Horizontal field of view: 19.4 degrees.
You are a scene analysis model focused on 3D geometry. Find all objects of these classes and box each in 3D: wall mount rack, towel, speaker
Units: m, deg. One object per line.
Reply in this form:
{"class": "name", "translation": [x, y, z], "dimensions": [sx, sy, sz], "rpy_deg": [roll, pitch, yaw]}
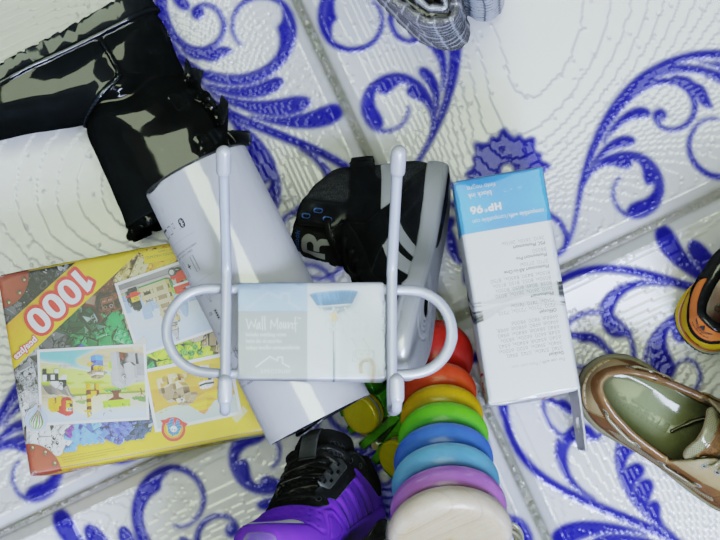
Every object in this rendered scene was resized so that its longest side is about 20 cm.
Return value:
{"class": "wall mount rack", "translation": [-0.033, 0.009, 1.389], "dimensions": [0.199, 0.075, 0.174], "rpy_deg": [0, 83, -3]}
{"class": "towel", "translation": [0.015, -0.250, 1.516], "dimensions": [0.086, 0.166, 0.200], "rpy_deg": [-43, 84, 5]}
{"class": "speaker", "translation": [-0.072, 0.018, 1.463], "dimensions": [0.081, 0.081, 0.200], "rpy_deg": [-27, 85, 1]}

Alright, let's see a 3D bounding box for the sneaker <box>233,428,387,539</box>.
{"class": "sneaker", "translation": [-0.037, 0.160, 1.470], "dimensions": [0.069, 0.200, 0.100], "rpy_deg": [-2, 86, 20]}

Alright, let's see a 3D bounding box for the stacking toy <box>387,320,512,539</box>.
{"class": "stacking toy", "translation": [0.056, 0.116, 1.482], "dimensions": [0.085, 0.086, 0.200], "rpy_deg": [-7, 43, 3]}

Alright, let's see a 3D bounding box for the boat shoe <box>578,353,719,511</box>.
{"class": "boat shoe", "translation": [0.247, 0.126, 1.517], "dimensions": [0.199, 0.074, 0.076], "rpy_deg": [25, 88, 2]}

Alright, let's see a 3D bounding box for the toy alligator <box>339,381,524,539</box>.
{"class": "toy alligator", "translation": [0.039, 0.138, 1.542], "dimensions": [0.200, 0.059, 0.054], "rpy_deg": [50, 130, 5]}

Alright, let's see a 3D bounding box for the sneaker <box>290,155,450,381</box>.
{"class": "sneaker", "translation": [0.000, 0.000, 1.512], "dimensions": [0.111, 0.073, 0.200], "rpy_deg": [2, 44, 10]}

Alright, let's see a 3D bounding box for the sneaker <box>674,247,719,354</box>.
{"class": "sneaker", "translation": [0.308, -0.021, 1.518], "dimensions": [0.070, 0.090, 0.200], "rpy_deg": [41, 89, 5]}

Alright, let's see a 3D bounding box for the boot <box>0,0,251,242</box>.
{"class": "boot", "translation": [-0.193, -0.098, 1.564], "dimensions": [0.198, 0.073, 0.163], "rpy_deg": [-30, 88, 0]}

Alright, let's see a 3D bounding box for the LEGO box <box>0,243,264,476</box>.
{"class": "LEGO box", "translation": [-0.151, 0.060, 1.544], "dimensions": [0.199, 0.077, 0.150], "rpy_deg": [-11, 85, 2]}

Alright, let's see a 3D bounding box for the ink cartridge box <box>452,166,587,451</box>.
{"class": "ink cartridge box", "translation": [0.114, 0.035, 1.512], "dimensions": [0.068, 0.116, 0.201], "rpy_deg": [-9, 85, 2]}
